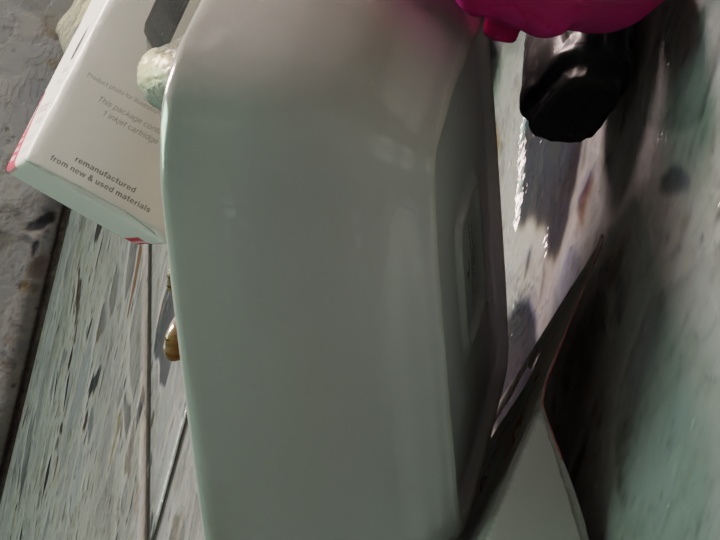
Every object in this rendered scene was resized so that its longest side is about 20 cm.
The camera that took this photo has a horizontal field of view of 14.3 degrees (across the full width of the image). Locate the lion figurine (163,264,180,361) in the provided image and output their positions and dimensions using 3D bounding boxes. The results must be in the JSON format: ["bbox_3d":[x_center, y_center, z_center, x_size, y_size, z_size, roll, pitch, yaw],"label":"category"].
[{"bbox_3d":[-0.002,0.006,1.093,0.200,0.122,0.073,-67,-12,-51],"label":"lion figurine"}]

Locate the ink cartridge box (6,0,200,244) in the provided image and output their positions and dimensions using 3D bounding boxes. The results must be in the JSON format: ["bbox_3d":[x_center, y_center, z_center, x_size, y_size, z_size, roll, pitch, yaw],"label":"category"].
[{"bbox_3d":[-0.089,-0.119,1.392,0.201,0.085,0.146,-61,9,-5],"label":"ink cartridge box"}]

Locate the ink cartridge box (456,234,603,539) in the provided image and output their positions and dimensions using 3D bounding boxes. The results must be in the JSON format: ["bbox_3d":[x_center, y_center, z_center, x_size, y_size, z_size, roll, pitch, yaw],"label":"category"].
[{"bbox_3d":[0.040,0.111,0.904,0.201,0.050,0.161,-63,0,-32],"label":"ink cartridge box"}]

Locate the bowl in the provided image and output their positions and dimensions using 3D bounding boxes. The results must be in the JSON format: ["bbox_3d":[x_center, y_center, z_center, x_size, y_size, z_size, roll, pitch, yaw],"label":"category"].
[{"bbox_3d":[0.000,0.000,0.886,0.200,0.074,0.201,-68,-24,-64],"label":"bowl"}]

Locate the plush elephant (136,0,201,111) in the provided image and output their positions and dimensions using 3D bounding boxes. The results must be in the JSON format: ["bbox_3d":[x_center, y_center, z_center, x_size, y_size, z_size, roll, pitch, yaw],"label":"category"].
[{"bbox_3d":[-0.022,-0.178,1.163,0.164,0.155,0.201,5,60,36],"label":"plush elephant"}]

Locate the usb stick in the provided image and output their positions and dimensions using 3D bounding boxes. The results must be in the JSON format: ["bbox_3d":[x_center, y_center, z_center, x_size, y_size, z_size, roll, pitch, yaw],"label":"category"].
[{"bbox_3d":[0.078,-0.138,0.961,0.055,0.032,0.201,131,150,-56],"label":"usb stick"}]

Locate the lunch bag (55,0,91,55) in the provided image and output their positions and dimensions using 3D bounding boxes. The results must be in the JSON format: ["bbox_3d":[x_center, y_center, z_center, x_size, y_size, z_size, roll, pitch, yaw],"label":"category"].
[{"bbox_3d":[-0.075,-0.164,1.581,0.168,0.139,0.200,-60,13,8],"label":"lunch bag"}]

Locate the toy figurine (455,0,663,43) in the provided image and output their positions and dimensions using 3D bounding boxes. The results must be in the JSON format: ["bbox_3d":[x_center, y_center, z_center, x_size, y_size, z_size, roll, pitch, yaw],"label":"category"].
[{"bbox_3d":[0.067,-0.155,0.837,0.200,0.150,0.184,-59,-9,-26],"label":"toy figurine"}]
